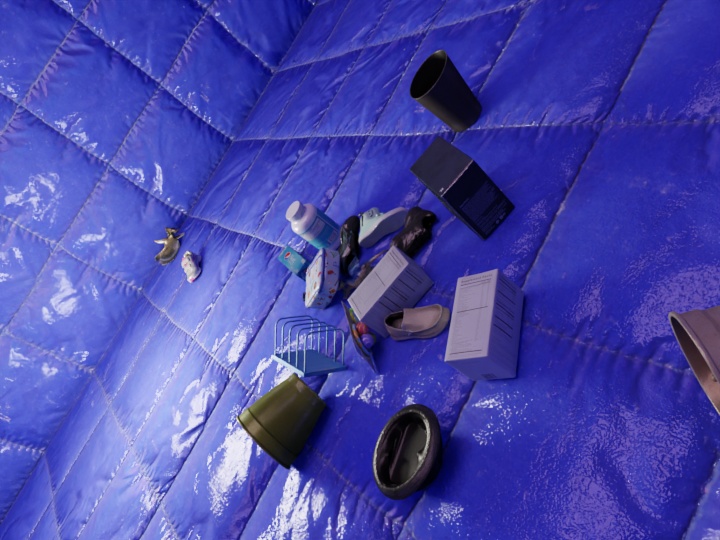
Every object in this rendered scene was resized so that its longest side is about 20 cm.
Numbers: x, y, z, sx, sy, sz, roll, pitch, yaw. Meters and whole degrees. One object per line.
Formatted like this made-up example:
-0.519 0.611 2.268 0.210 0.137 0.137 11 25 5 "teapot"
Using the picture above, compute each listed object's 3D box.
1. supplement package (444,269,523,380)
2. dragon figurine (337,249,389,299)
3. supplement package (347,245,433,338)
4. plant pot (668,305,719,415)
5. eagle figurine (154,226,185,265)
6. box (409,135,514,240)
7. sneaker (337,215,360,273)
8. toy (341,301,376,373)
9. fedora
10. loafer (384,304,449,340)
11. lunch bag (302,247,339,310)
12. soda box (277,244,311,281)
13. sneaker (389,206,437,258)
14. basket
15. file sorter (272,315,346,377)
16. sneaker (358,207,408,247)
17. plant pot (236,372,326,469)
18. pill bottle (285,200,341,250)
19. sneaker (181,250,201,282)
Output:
0.270 0.118 1.258 0.113 0.109 0.203 -15 50 45 "supplement package"
0.000 0.000 1.767 0.202 0.059 0.099 -58 33 -2 "dragon figurine"
0.080 0.057 1.569 0.201 0.109 0.114 -49 33 10 "supplement package"
0.580 0.113 0.831 0.181 0.201 0.202 -28 40 17 "plant pot"
-1.062 -0.137 3.214 0.152 0.148 0.204 -26 -59 -78 "eagle figurine"
0.258 -0.213 1.498 0.124 0.196 0.201 -48 34 9 "box"
-0.029 -0.080 1.879 0.078 0.075 0.204 6 75 43 "sneaker"
0.008 0.168 1.568 0.047 0.116 0.201 -33 37 7 "toy"
0.116 0.394 1.245 0.199 0.091 0.203 -32 39 31 "fedora"
0.137 0.130 1.470 0.198 0.068 0.077 -23 45 40 "loafer"
-0.124 0.026 1.824 0.200 0.074 0.163 134 140 -58 "lunch bag"
-0.223 -0.024 2.064 0.065 0.068 0.200 -54 33 0 "soda box"
0.149 -0.090 1.648 0.090 0.076 0.203 13 74 47 "sneaker"
0.263 -0.524 1.758 0.135 0.199 0.183 -8 54 48 "basket"
-0.147 0.210 1.663 0.199 0.137 0.125 13 103 55 "file sorter"
0.065 -0.169 1.813 0.199 0.073 0.120 -33 45 35 "sneaker"
-0.199 0.392 1.582 0.193 0.201 0.200 -47 32 -10 "plant pot"
-0.157 -0.151 1.970 0.110 0.199 0.112 -32 39 30 "pill bottle"
-0.824 -0.020 2.811 0.081 0.088 0.201 -43 35 16 "sneaker"
